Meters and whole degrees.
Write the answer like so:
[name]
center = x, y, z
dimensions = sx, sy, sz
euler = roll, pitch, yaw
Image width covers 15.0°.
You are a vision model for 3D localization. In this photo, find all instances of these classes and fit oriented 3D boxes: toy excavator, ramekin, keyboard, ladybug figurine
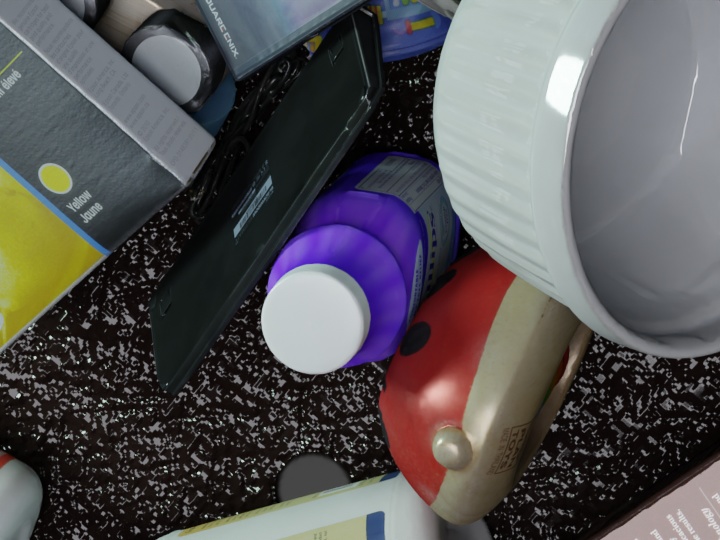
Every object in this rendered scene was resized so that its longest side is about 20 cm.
[toy excavator]
center = -0.168, -0.093, 1.367
dimensions = 0.194, 0.100, 0.200
euler = 31, 121, -1
[ramekin]
center = 0.123, -0.072, 1.182
dimensions = 0.105, 0.200, 0.201
euler = 24, 111, 45
[keyboard]
center = -0.046, -0.042, 1.290
dimensions = 0.021, 0.127, 0.200
euler = 22, 122, -25
[ladybug figurine]
center = 0.059, 0.044, 1.284
dimensions = 0.072, 0.200, 0.136
euler = 24, 111, 9

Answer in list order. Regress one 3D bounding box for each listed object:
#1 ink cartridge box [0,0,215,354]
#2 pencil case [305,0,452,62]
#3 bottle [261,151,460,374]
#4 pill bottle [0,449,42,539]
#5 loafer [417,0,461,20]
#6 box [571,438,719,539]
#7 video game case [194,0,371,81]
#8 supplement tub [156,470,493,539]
[ink cartridge box]
center = -0.200, -0.070, 1.323
dimensions = 0.200, 0.047, 0.198
euler = 40, 136, -12
[pencil case]
center = -0.008, -0.198, 1.308
dimensions = 0.087, 0.078, 0.201
euler = -5, 102, 34
[bottle]
center = 0.000, 0.000, 1.287
dimensions = 0.065, 0.200, 0.084
euler = 9, 104, 10
[pill bottle]
center = -0.272, 0.108, 1.421
dimensions = 0.199, 0.112, 0.113
euler = 29, 107, 5
[loafer]
center = 0.103, -0.123, 1.263
dimensions = 0.199, 0.070, 0.070
euler = 9, 117, -26
[box]
center = 0.179, 0.122, 1.322
dimensions = 0.200, 0.100, 0.075
euler = -34, 86, 18
[video game case]
center = -0.027, -0.184, 1.217
dimensions = 0.200, 0.019, 0.143
euler = -27, 90, 49
[supplement tub]
center = -0.033, 0.188, 1.366
dimensions = 0.199, 0.144, 0.145
euler = -16, 98, 16
